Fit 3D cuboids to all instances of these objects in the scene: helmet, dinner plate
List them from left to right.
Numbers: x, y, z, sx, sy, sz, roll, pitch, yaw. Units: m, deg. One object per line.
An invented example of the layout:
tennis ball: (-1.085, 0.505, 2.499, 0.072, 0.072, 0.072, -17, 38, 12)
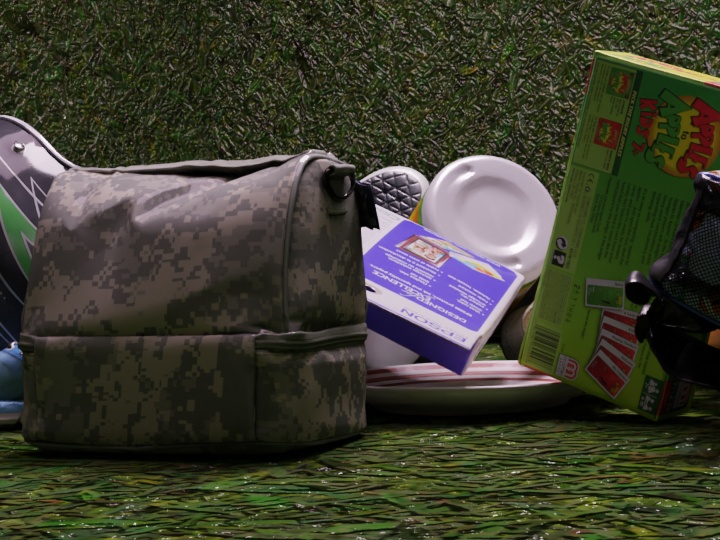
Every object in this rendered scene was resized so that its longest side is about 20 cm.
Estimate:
helmet: (-0.249, -0.007, 1.173, 0.190, 0.201, 0.200, 15, -9, -38)
dinner plate: (0.073, 0.079, 1.073, 0.199, 0.024, 0.200, -2, 3, 0)

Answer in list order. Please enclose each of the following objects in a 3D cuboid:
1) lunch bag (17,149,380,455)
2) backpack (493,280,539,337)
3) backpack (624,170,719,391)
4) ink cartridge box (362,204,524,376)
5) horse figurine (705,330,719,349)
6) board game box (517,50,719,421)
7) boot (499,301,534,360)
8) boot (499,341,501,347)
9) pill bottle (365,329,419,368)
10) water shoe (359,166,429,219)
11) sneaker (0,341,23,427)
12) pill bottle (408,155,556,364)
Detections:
lunch bag: (-0.093, 0.017, 0.934, 0.199, 0.169, 0.139, -1, 2, 25)
backpack: (0.174, 0.008, 1.663, 0.163, 0.154, 0.200, -4, 22, 27)
backpack: (0.275, 0.005, 0.846, 0.190, 0.155, 0.200, 38, 28, 28)
ink cartridge box: (0.000, 0.000, 1.079, 0.198, 0.044, 0.200, 26, 18, 9)
horse figurine: (0.238, 0.050, 1.018, 0.132, 0.050, 0.200, 17, -6, -26)
board game box: (0.171, -0.022, 0.962, 0.101, 0.201, 0.048, 22, 17, 33)
boot: (0.210, 0.035, 1.198, 0.199, 0.072, 0.155, -9, -8, -2)
boot: (0.210, -0.011, 1.313, 0.199, 0.175, 0.069, -2, 2, -6)
pill bottle: (-0.044, 0.032, 1.265, 0.114, 0.115, 0.200, -4, 2, -41)
water shoe: (-0.005, -0.005, 1.396, 0.071, 0.200, 0.079, 40, 9, 20)
sneaker: (-0.199, 0.056, 1.073, 0.199, 0.090, 0.078, -5, 1, 6)
pill bottle: (0.077, 0.002, 1.293, 0.111, 0.112, 0.200, -3, -25, -18)
